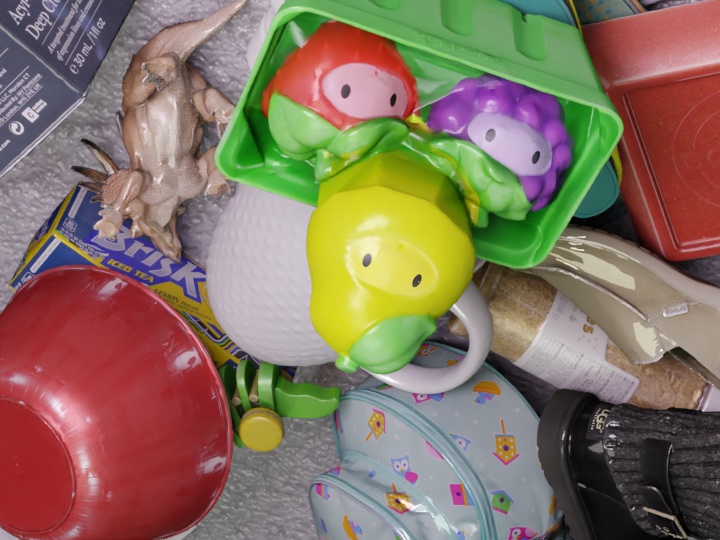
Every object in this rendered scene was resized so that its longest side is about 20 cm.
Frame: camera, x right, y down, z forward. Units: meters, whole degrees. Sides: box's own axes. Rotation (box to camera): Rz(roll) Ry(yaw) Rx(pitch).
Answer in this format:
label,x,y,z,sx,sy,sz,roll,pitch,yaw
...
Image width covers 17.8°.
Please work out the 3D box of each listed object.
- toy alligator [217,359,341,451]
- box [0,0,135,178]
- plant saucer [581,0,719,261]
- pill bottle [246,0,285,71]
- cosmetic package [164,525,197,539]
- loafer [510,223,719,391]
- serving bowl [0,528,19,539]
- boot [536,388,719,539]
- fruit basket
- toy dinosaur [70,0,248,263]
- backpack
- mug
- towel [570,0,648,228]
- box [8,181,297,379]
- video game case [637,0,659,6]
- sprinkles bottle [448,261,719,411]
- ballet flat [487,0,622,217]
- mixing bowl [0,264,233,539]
label,x,y,z,sx,sy,sz,roll,pitch,yaw
toy alligator,-0.110,0.097,1.559,0.199,0.059,0.054,-17,119,20
box,-0.252,-0.180,1.421,0.200,0.149,0.107,40,125,-17
plant saucer,0.246,-0.083,1.413,0.199,0.037,0.200,-10,133,17
pill bottle,0.012,-0.182,1.349,0.110,0.111,0.200,29,127,-8
cosmetic package,-0.216,0.131,1.686,0.200,0.085,0.108,39,121,-14
loafer,0.181,0.026,1.483,0.199,0.076,0.068,22,84,-2
serving bowl,-0.232,0.238,1.715,0.200,0.200,0.066,40,103,-16
boot,0.218,0.160,1.521,0.157,0.080,0.211,5,147,32
fruit basket,0.026,-0.054,1.253,0.215,0.216,0.156,24,134,-4
toy dinosaur,-0.132,-0.095,1.502,0.086,0.136,0.201,9,106,-19
backpack,0.054,0.158,1.582,0.176,0.153,0.201,27,133,47
mug,0.000,0.000,1.488,0.200,0.148,0.175,43,135,-6
towel,0.135,-0.110,1.440,0.146,0.022,0.200,-24,128,30
box,-0.139,0.030,1.600,0.200,0.070,0.064,35,124,-13
video game case,0.083,-0.226,1.382,0.182,0.022,0.200,-18,120,25
sprinkles bottle,0.159,0.056,1.545,0.200,0.068,0.068,27,128,-7
ballet flat,0.106,-0.116,1.373,0.067,0.067,0.200,-21,132,6
mixing bowl,-0.194,0.107,1.515,0.200,0.108,0.201,12,115,27
